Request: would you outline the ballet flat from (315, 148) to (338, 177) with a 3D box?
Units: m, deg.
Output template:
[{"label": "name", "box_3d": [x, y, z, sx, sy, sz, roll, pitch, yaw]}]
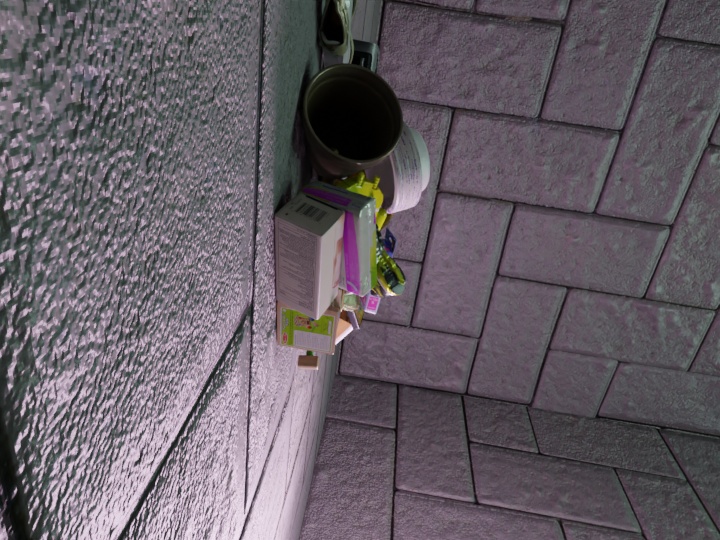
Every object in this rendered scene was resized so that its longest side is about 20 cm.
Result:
[{"label": "ballet flat", "box_3d": [-0.076, -0.293, 1.261, 0.201, 0.067, 0.064, -84, 152, -60]}]

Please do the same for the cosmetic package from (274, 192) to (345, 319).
[{"label": "cosmetic package", "box_3d": [-0.094, -0.024, 0.939, 0.087, 0.102, 0.203, -50, 157, -44]}]

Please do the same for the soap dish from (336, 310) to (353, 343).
[{"label": "soap dish", "box_3d": [-0.081, 0.118, 1.564, 0.157, 0.080, 0.202, -43, -149, 36]}]

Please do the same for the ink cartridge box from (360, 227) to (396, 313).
[{"label": "ink cartridge box", "box_3d": [0.042, -0.005, 1.360, 0.120, 0.041, 0.203, -113, -142, -68]}]

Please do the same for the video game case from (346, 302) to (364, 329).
[{"label": "video game case", "box_3d": [-0.017, 0.031, 1.467, 0.182, 0.025, 0.203, -71, 151, -49]}]

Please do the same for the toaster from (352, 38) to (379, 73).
[{"label": "toaster", "box_3d": [-0.024, -0.446, 1.237, 0.200, 0.116, 0.185, -76, 176, -74]}]

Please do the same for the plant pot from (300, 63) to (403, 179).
[{"label": "plant pot", "box_3d": [-0.035, -0.274, 1.028, 0.173, 0.196, 0.204, 144, -42, -68]}]

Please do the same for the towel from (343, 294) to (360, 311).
[{"label": "towel", "box_3d": [-0.071, 0.017, 1.301, 0.036, 0.198, 0.152, 5, -98, 51]}]

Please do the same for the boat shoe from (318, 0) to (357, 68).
[{"label": "boat shoe", "box_3d": [-0.054, -0.474, 1.038, 0.069, 0.074, 0.201, -56, 166, -33]}]

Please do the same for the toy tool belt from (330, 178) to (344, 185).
[{"label": "toy tool belt", "box_3d": [-0.069, -0.114, 1.171, 0.203, 0.123, 0.123, -62, 174, 7]}]

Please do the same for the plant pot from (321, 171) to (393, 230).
[{"label": "plant pot", "box_3d": [-0.023, -0.215, 1.350, 0.190, 0.197, 0.204, -116, -151, -53]}]

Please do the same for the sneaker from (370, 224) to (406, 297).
[{"label": "sneaker", "box_3d": [0.011, -0.027, 1.064, 0.074, 0.202, 0.084, -29, 179, -44]}]

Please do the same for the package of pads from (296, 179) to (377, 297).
[{"label": "package of pads", "box_3d": [-0.046, -0.061, 0.989, 0.068, 0.152, 0.203, -42, 142, -41]}]

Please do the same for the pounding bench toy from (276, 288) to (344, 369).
[{"label": "pounding bench toy", "box_3d": [-0.104, 0.097, 1.119, 0.157, 0.121, 0.203, -80, 178, -50]}]

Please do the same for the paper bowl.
[{"label": "paper bowl", "box_3d": [0.084, -0.237, 1.143, 0.200, 0.102, 0.205, 165, -90, -74]}]

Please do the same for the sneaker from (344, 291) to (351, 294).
[{"label": "sneaker", "box_3d": [0.000, 0.000, 1.210, 0.082, 0.145, 0.200, 64, -27, 2]}]

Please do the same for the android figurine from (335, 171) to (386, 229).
[{"label": "android figurine", "box_3d": [-0.019, -0.117, 1.109, 0.041, 0.180, 0.202, 45, -62, 39]}]
